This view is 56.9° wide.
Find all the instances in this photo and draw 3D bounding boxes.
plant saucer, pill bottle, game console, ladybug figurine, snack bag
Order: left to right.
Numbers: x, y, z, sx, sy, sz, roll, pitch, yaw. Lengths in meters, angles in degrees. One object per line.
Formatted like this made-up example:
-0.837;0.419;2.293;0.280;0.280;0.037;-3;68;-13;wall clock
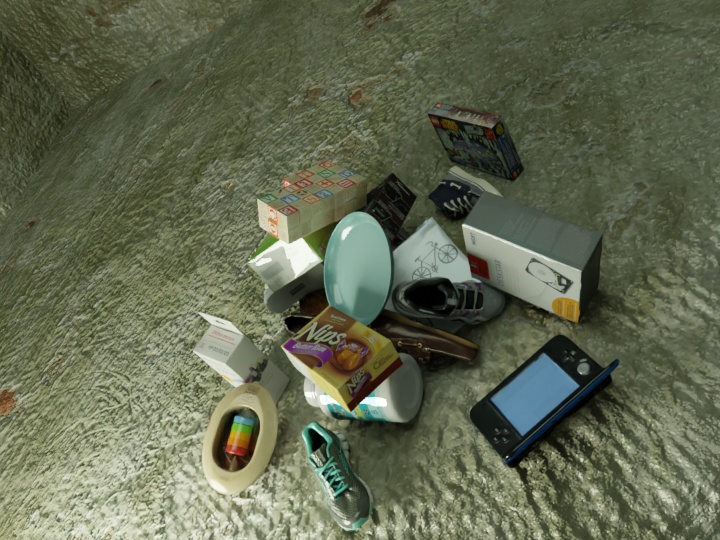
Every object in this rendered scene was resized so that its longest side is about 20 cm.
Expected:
-0.212;0.303;1.208;0.133;0.072;0.203;12;71;17;ladybug figurine
0.000;0.000;1.170;0.199;0.027;0.205;-6;83;54;plant saucer
0.000;0.199;1.132;0.197;0.111;0.112;-7;48;35;pill bottle
0.117;0.030;1.207;0.188;0.021;0.201;-40;67;2;snack bag
0.252;0.172;0.947;0.199;0.119;0.171;-39;38;-2;game console

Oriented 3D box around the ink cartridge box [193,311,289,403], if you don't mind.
-0.240;0.172;1.280;0.114;0.201;0.068;10;57;44;ink cartridge box

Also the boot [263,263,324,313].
-0.122;0.004;1.398;0.198;0.074;0.096;-30;33;6;boot

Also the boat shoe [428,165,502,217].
0.213;-0.137;1.332;0.093;0.075;0.200;-46;30;1;boat shoe

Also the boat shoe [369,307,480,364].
0.105;0.124;1.135;0.197;0.070;0.072;17;83;28;boat shoe

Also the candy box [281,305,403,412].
-0.034;0.137;1.086;0.116;0.057;0.199;-39;32;-17;candy box

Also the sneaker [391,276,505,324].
0.155;0.051;1.089;0.196;0.140;0.080;-1;86;-5;sneaker

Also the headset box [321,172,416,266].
0.012;-0.076;1.309;0.148;0.077;0.201;-36;17;46;headset box

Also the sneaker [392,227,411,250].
0.074;-0.016;1.324;0.114;0.073;0.201;-43;27;1;sneaker

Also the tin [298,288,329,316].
-0.069;0.075;1.371;0.111;0.042;0.202;-32;38;16;tin

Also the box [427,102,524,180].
0.237;-0.270;1.380;0.040;0.138;0.199;-43;37;-12;box

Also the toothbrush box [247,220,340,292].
-0.121;-0.070;1.342;0.144;0.086;0.201;-31;19;32;toothbrush box

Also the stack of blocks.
-0.096;-0.132;1.241;0.114;0.060;0.198;29;44;36;stack of blocks

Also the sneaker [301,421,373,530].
-0.048;0.323;1.063;0.077;0.092;0.200;-39;38;0;sneaker

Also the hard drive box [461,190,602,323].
0.270;-0.021;1.049;0.198;0.157;0.077;26;67;30;hard drive box

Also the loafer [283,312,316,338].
-0.065;0.127;1.246;0.196;0.071;0.074;12;84;22;loafer
